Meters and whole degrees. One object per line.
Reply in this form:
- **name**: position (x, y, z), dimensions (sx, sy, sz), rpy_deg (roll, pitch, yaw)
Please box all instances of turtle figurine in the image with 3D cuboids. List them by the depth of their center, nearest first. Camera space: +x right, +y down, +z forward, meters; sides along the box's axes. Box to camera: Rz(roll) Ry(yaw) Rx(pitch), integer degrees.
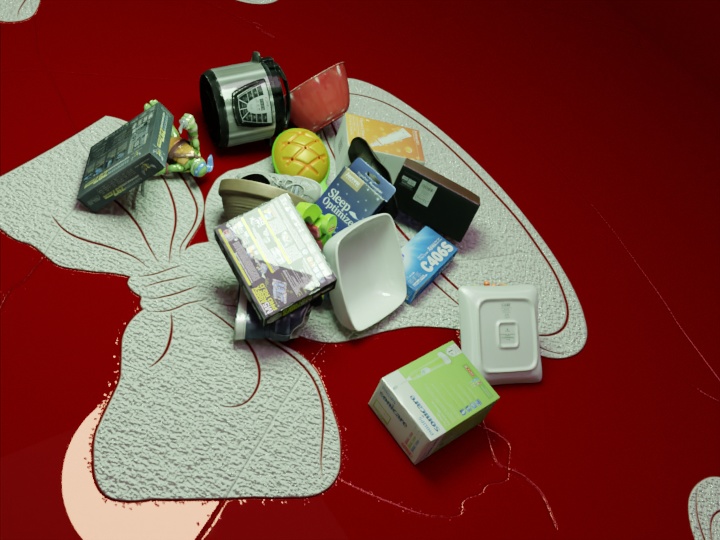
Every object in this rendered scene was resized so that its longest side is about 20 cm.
- **turtle figurine**: position (-0.413, -0.273, 1.710), dimensions (0.193, 0.146, 0.198), rpy_deg (39, 32, 24)

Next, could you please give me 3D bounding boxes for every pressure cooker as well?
- **pressure cooker**: position (-0.251, -0.383, 1.852), dimensions (0.196, 0.177, 0.182), rpy_deg (-15, 68, -21)

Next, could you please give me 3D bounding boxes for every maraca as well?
- **maraca**: position (-0.129, -0.230, 1.843), dimensions (0.134, 0.107, 0.205), rpy_deg (-8, 70, -16)

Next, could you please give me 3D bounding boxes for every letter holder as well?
- **letter holder**: position (0.171, -0.174, 1.907), dimensions (0.197, 0.102, 0.143), rpy_deg (27, 22, -1)

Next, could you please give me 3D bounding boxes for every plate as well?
- **plate**: position (0.292, 0.130, 1.667), dimensions (0.195, 0.032, 0.206), rpy_deg (0, 84, -25)

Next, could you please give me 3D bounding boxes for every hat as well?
- **hat**: position (0.002, -0.190, 1.831), dimensions (0.080, 0.202, 0.202), rpy_deg (-27, 61, -16)

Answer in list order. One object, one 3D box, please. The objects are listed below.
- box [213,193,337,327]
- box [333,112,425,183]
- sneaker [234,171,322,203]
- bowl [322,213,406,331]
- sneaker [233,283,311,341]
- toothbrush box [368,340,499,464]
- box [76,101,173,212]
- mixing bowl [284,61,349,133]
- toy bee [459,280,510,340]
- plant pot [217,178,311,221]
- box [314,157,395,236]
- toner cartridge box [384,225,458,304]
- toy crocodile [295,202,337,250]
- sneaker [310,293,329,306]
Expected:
- **box**: position (-0.158, -0.022, 1.515), dimensions (0.158, 0.044, 0.202), rpy_deg (-28, 74, -17)
- **box**: position (0.044, -0.285, 1.980), dimensions (0.195, 0.098, 0.126), rpy_deg (10, 45, -17)
- **sneaker**: position (-0.179, -0.170, 1.753), dimensions (0.194, 0.077, 0.082), rpy_deg (5, 2, -2)
- **bowl**: position (0.000, 0.000, 1.641), dimensions (0.073, 0.205, 0.198), rpy_deg (3, 23, 39)
- **sneaker**: position (-0.165, 0.045, 1.564), dimensions (0.142, 0.078, 0.206), rpy_deg (3, 56, -7)
- **toothbrush box**: position (0.138, 0.241, 1.525), dimensions (0.198, 0.087, 0.146), rpy_deg (-21, 60, -40)
- **box**: position (-0.460, -0.222, 1.612), dimensions (0.051, 0.197, 0.160), rpy_deg (44, 29, -38)
- **mixing bowl**: position (-0.098, -0.406, 1.985), dimensions (0.200, 0.198, 0.110), rpy_deg (-40, 102, -45)
- **toy bee**: position (0.287, 0.067, 1.736), dimensions (0.128, 0.111, 0.201), rpy_deg (10, 29, 11)
- **plant pot**: position (-0.200, -0.110, 1.665), dimensions (0.196, 0.201, 0.095), rpy_deg (15, 82, -12)
- **box**: position (-0.029, -0.133, 1.745), dimensions (0.121, 0.201, 0.032), rpy_deg (40, 2, 17)
- **toner cartridge box**: position (0.128, -0.015, 1.800), dimensions (0.094, 0.044, 0.200), rpy_deg (35, 43, 13)
- **toy crocodile**: position (-0.081, -0.065, 1.645), dimensions (0.066, 0.202, 0.062), rpy_deg (20, 59, 27)
- **sneaker**: position (-0.128, -0.023, 1.628), dimensions (0.201, 0.065, 0.079), rpy_deg (49, 47, -16)
